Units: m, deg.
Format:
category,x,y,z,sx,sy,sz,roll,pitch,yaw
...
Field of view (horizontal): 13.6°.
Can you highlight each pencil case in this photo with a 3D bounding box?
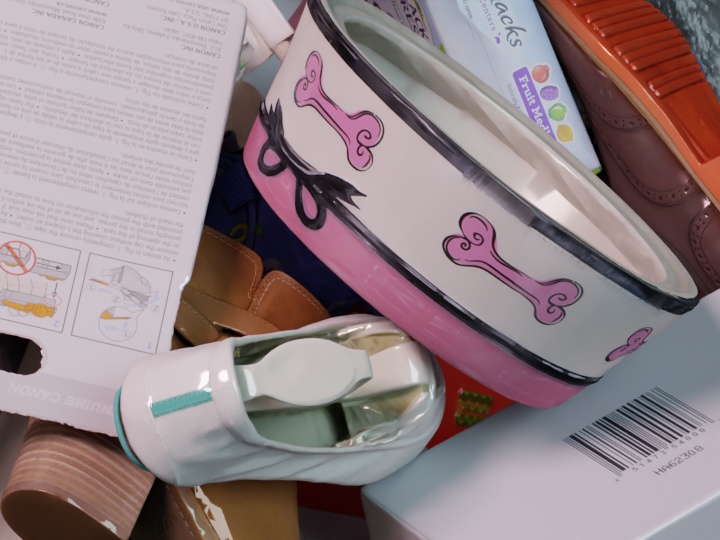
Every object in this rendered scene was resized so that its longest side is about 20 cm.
category,x,y,z,sx,sy,sz,roll,pitch,yaw
pencil case,0.000,0.000,1.360,0.199,0.087,0.078,14,42,-36

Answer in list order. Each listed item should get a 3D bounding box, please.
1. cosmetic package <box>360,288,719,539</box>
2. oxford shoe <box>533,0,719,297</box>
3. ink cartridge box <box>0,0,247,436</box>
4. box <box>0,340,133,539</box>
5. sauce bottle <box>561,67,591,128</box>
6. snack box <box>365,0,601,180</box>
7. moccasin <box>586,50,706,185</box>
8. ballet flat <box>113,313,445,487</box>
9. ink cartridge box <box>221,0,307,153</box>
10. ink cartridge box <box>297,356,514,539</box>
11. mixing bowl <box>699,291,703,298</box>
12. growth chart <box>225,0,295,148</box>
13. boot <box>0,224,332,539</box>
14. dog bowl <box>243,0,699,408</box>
category,x,y,z,sx,sy,sz,roll,pitch,yaw
cosmetic package,0.126,0.149,1.258,0.199,0.123,0.201,-27,122,-24
oxford shoe,0.122,-0.061,1.340,0.071,0.073,0.200,-14,60,-51
ink cartridge box,-0.140,-0.031,1.181,0.160,0.050,0.201,13,64,-5
box,-0.117,0.099,1.233,0.068,0.082,0.201,34,57,-24
sauce bottle,0.092,-0.168,1.403,0.064,0.065,0.201,-15,106,-41
snack box,0.028,-0.128,1.367,0.053,0.142,0.201,-27,102,-16
moccasin,0.137,-0.014,1.482,0.080,0.068,0.201,0,92,-51
ballet flat,-0.011,0.047,1.159,0.200,0.069,0.070,-4,77,-54
ink cartridge box,-0.102,-0.104,1.325,0.199,0.067,0.117,-18,86,-41
ink cartridge box,0.009,0.130,1.311,0.162,0.050,0.201,13,86,-35
mixing bowl,0.184,0.062,1.410,0.199,0.108,0.201,-21,122,-37
growth chart,-0.131,-0.087,1.253,0.199,0.018,0.145,-28,88,-7
boot,-0.044,0.085,1.208,0.200,0.077,0.156,38,50,-16
dog bowl,0.038,-0.025,1.215,0.200,0.074,0.200,37,11,-9
